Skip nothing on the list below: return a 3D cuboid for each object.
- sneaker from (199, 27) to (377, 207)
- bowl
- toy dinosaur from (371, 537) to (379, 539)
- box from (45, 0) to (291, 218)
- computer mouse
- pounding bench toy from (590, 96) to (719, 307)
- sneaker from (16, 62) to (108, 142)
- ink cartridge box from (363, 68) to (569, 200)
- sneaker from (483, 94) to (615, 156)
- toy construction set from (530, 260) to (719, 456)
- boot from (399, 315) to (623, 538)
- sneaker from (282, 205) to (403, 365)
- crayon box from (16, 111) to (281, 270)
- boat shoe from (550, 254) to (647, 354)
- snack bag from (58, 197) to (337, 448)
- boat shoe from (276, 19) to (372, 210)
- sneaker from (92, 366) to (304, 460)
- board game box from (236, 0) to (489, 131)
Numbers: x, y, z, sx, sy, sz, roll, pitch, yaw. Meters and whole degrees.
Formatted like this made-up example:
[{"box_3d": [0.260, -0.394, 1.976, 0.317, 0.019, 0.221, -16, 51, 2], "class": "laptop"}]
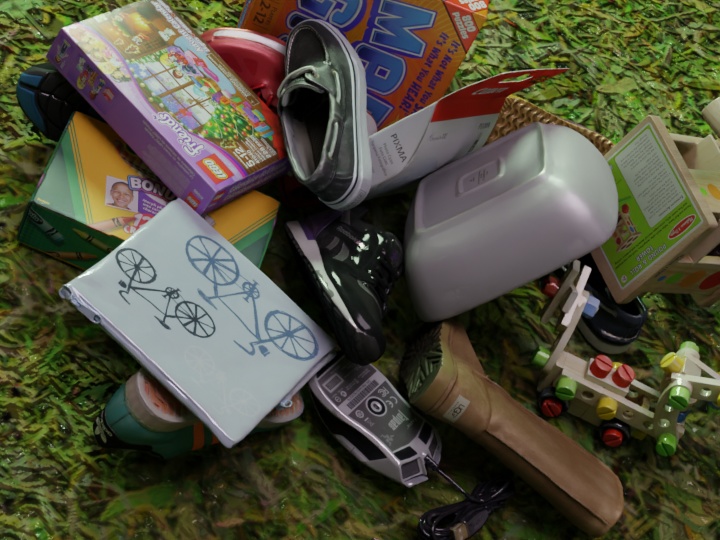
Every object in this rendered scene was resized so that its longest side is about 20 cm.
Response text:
[{"box_3d": [-0.073, -0.134, 1.707, 0.200, 0.078, 0.116, 28, 47, -20], "class": "sneaker"}, {"box_3d": [0.121, -0.053, 1.647, 0.075, 0.199, 0.200, 58, 17, -21], "class": "bowl"}, {"box_3d": [0.050, 0.288, 1.436, 0.200, 0.086, 0.136, 37, 54, -17], "class": "toy dinosaur"}, {"box_3d": [-0.159, -0.146, 1.626, 0.200, 0.039, 0.137, 46, 39, 9], "class": "box"}, {"box_3d": [0.030, 0.147, 1.566, 0.200, 0.044, 0.110, 44, 45, 8], "class": "computer mouse"}, {"box_3d": [0.323, -0.072, 1.717, 0.156, 0.200, 0.124, 3, 53, -43], "class": "pounding bench toy"}, {"box_3d": [-0.215, -0.148, 1.677, 0.200, 0.073, 0.082, 16, 39, -27], "class": "sneaker"}, {"box_3d": [0.083, -0.121, 1.678, 0.160, 0.200, 0.047, -15, 82, -62], "class": "ink cartridge box"}, {"box_3d": [0.182, -0.124, 1.846, 0.200, 0.075, 0.090, 30, 2, -29], "class": "sneaker"}, {"box_3d": [0.230, 0.087, 1.653, 0.200, 0.131, 0.092, 37, 46, 6], "class": "toy construction set"}, {"box_3d": [0.129, 0.131, 1.613, 0.200, 0.066, 0.175, 36, 21, -13], "class": "boot"}, {"box_3d": [0.000, 0.000, 1.591, 0.087, 0.076, 0.200, -22, 36, -5], "class": "sneaker"}, {"box_3d": [-0.180, -0.042, 1.605, 0.200, 0.058, 0.119, 24, 46, -8], "class": "crayon box"}, {"box_3d": [0.206, -0.015, 1.774, 0.075, 0.062, 0.200, -9, 57, -30], "class": "boat shoe"}, {"box_3d": [-0.123, 0.043, 1.483, 0.189, 0.021, 0.200, 43, 33, 1], "class": "snack bag"}, {"box_3d": [-0.036, -0.148, 1.629, 0.071, 0.072, 0.200, 32, 35, -48], "class": "boat shoe"}, {"box_3d": [-0.132, 0.109, 1.501, 0.200, 0.080, 0.071, 3, 59, -51], "class": "sneaker"}, {"box_3d": [0.005, -0.270, 1.788, 0.200, 0.200, 0.200, 21, 46, -8], "class": "board game box"}]
